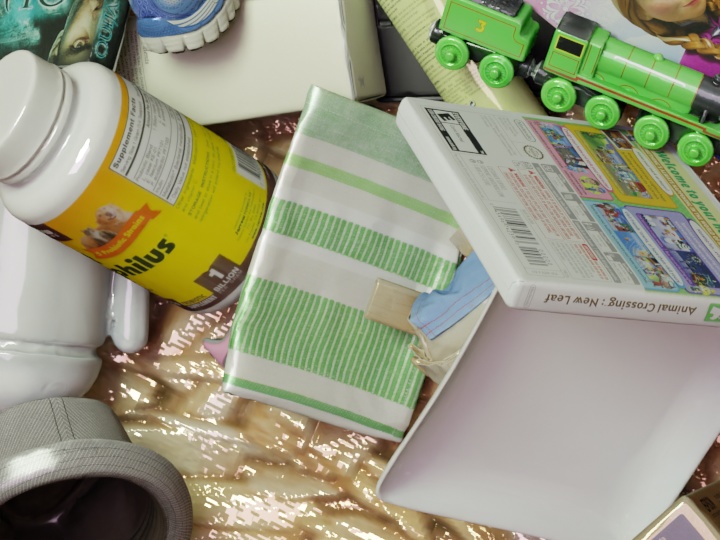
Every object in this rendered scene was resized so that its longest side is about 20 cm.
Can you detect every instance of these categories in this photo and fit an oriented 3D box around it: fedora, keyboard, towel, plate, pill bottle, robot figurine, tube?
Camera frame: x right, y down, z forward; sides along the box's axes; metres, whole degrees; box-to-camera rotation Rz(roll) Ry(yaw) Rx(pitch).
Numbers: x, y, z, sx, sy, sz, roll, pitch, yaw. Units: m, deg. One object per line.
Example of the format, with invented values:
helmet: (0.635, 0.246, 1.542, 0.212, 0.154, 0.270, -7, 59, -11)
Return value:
fedora: (-0.203, 0.154, 1.379, 0.176, 0.201, 0.091, -9, 49, -14)
keyboard: (0.098, -0.166, 1.364, 0.199, 0.040, 0.105, 0, 102, 20)
towel: (0.000, 0.000, 1.335, 0.023, 0.152, 0.201, 24, 95, 59)
plate: (0.131, 0.076, 1.263, 0.199, 0.032, 0.200, 16, 118, -26)
pill bottle: (-0.150, -0.058, 1.316, 0.109, 0.200, 0.110, -31, 44, 35)
robot figurine: (-0.224, 0.012, 1.401, 0.168, 0.113, 0.201, 7, 89, 0)
tube: (0.055, -0.152, 1.333, 0.058, 0.052, 0.201, -35, 91, 17)

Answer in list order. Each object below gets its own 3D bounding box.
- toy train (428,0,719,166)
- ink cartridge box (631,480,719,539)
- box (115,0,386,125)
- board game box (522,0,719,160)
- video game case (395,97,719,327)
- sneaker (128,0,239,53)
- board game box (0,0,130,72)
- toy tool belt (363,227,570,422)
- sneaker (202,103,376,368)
toy train: (0.137, -0.123, 1.269, 0.199, 0.042, 0.057, 22, 124, 6)
ink cartridge box: (0.168, 0.206, 1.236, 0.165, 0.200, 0.075, -42, 77, 9)
box: (-0.089, -0.138, 1.379, 0.199, 0.068, 0.083, -5, 96, 20)
board game box: (0.213, -0.183, 1.237, 0.199, 0.041, 0.200, 37, 133, -8)
video game case: (0.132, -0.033, 1.193, 0.181, 0.200, 0.022, 5, 121, -23)
sneaker: (-0.095, -0.233, 1.338, 0.078, 0.089, 0.201, 1, 47, 26)
board game box: (-0.224, -0.190, 1.399, 0.199, 0.028, 0.136, 1, 74, 42)
toy tool belt: (0.106, -0.006, 1.305, 0.123, 0.125, 0.200, 45, 99, 5)
sneaker: (-0.047, -0.021, 1.375, 0.082, 0.070, 0.201, 18, 90, 17)
